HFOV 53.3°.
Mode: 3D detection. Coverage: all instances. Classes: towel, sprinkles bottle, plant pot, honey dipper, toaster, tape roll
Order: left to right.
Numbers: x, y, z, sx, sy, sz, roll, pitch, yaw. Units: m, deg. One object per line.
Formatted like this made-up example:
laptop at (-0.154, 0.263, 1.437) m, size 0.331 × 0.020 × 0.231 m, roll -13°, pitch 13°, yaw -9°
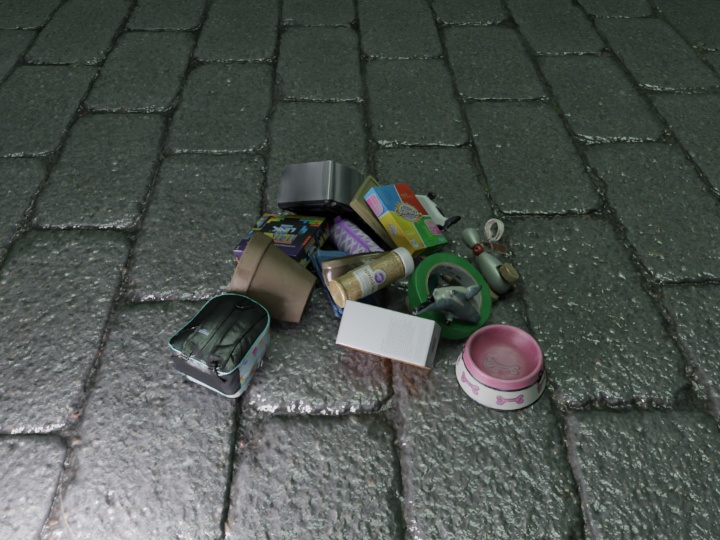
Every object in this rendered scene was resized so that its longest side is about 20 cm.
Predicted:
plant pot at (-0.198, 0.034, 1.658) m, size 0.172 × 0.202 × 0.202 m, roll 23°, pitch 43°, yaw 1°
toaster at (-0.093, -0.204, 1.870) m, size 0.197 × 0.121 × 0.180 m, roll -1°, pitch -6°, yaw 32°
towel at (-0.042, 0.031, 1.727) m, size 0.110 × 0.049 × 0.201 m, roll 3°, pitch 40°, yaw -34°
sprinkles bottle at (0.026, 0.015, 1.618) m, size 0.198 × 0.069 × 0.068 m, roll -25°, pitch 47°, yaw -24°
honey dipper at (0.200, -0.003, 1.797) m, size 0.038 × 0.038 × 0.200 m, roll -23°, pitch 45°, yaw -25°
tape roll at (0.206, 0.057, 1.654) m, size 0.197 × 0.048 × 0.203 m, roll 12°, pitch 56°, yaw -18°

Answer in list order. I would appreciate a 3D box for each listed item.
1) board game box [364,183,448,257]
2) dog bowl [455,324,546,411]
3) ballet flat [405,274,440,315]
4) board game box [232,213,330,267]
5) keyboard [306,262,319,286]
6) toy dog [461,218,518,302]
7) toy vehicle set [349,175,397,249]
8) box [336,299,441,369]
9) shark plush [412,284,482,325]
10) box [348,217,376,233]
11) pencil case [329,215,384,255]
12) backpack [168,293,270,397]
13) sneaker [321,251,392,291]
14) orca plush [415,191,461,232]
board game box at (0.117, -0.129, 1.828) m, size 0.152 × 0.040 × 0.201 m, roll -15°, pitch 65°, yaw -49°
dog bowl at (0.304, 0.199, 1.538) m, size 0.196 × 0.075 × 0.202 m, roll 0°, pitch 40°, yaw 0°
ballet flat at (0.141, 0.058, 1.713) m, size 0.069 × 0.071 × 0.201 m, roll 11°, pitch 44°, yaw 12°
board game box at (-0.199, -0.074, 1.825) m, size 0.197 × 0.057 × 0.166 m, roll 5°, pitch 40°, yaw 28°
keyboard at (-0.150, 0.003, 1.803) m, size 0.196 × 0.021 × 0.128 m, roll -5°, pitch 41°, yaw -4°
toy dog at (0.325, -0.016, 1.762) m, size 0.131 × 0.096 × 0.204 m, roll -22°, pitch 64°, yaw 33°
toy vehicle set at (0.066, -0.140, 1.863) m, size 0.200 × 0.026 × 0.125 m, roll 45°, pitch 40°, yaw -12°
box at (0.063, 0.139, 1.545) m, size 0.197 × 0.124 × 0.099 m, roll 13°, pitch 83°, yaw 16°
shark plush at (0.196, 0.078, 1.542) m, size 0.090 × 0.085 × 0.199 m, roll -4°, pitch 0°, yaw 36°
box at (-0.004, -0.180, 1.978) m, size 0.199 × 0.065 × 0.070 m, roll 31°, pitch 49°, yaw 32°
pencil case at (-0.001, -0.055, 1.818) m, size 0.084 × 0.086 × 0.200 m, roll -40°, pitch 50°, yaw -12°
backpack at (-0.285, 0.155, 1.526) m, size 0.173 × 0.155 × 0.201 m, roll 19°, pitch 54°, yaw 18°
sneaker at (0.000, 0.000, 1.679) m, size 0.197 × 0.077 × 0.070 m, roll -9°, pitch 8°, yaw -25°
orca plush at (0.206, -0.151, 1.938) m, size 0.070 × 0.107 × 0.199 m, roll 20°, pitch -2°, yaw -37°
